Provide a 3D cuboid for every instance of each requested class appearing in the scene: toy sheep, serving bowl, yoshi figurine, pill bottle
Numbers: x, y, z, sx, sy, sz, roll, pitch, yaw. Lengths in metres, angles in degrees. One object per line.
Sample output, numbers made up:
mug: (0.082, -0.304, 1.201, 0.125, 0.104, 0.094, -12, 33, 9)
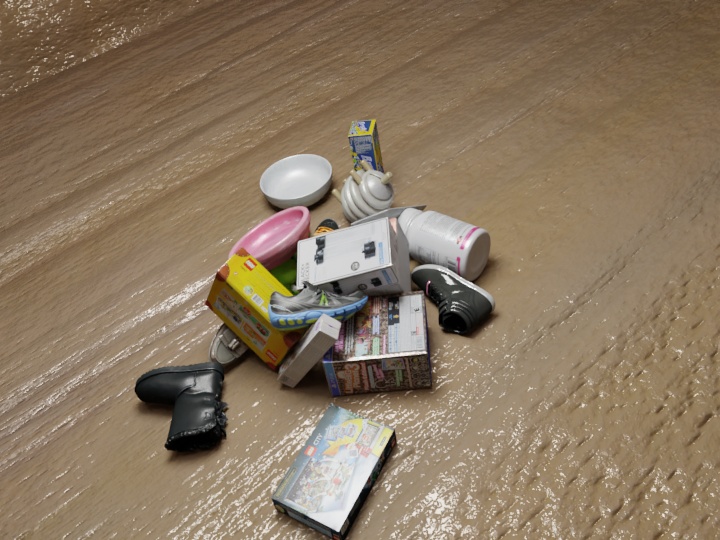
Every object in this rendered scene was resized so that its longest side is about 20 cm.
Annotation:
toy sheep: (0.015, -0.180, 1.576, 0.134, 0.199, 0.142, 12, 64, -25)
serving bowl: (-0.164, -0.223, 1.739, 0.193, 0.067, 0.203, -8, 41, 6)
yoshi figurine: (-0.190, 0.002, 1.420, 0.196, 0.116, 0.110, 10, 9, 40)
pill bottle: (0.175, -0.062, 1.438, 0.197, 0.116, 0.113, 24, 52, 34)

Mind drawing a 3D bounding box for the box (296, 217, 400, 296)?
box: (-0.025, -0.017, 1.277, 0.194, 0.060, 0.120, -13, 55, 17)

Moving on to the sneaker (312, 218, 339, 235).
sneaker: (-0.088, -0.058, 1.521, 0.076, 0.079, 0.203, 6, 45, 8)

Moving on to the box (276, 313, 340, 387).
box: (-0.098, 0.152, 1.218, 0.041, 0.201, 0.039, 25, 46, -14)

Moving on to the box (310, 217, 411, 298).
box: (0.000, 0.000, 1.363, 0.194, 0.107, 0.157, -11, 59, 17)

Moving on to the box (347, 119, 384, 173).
box: (0.019, -0.265, 1.635, 0.062, 0.204, 0.071, 0, 41, 13)

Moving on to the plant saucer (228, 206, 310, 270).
plant saucer: (-0.183, -0.058, 1.383, 0.196, 0.052, 0.202, -27, 24, 13)

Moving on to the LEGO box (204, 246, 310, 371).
LEGO box: (-0.197, 0.078, 1.280, 0.199, 0.149, 0.077, 43, 55, 2)

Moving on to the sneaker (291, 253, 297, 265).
sneaker: (-0.170, -0.060, 1.566, 0.082, 0.078, 0.203, -19, 35, 19)

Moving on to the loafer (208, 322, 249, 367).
loafer: (-0.236, 0.116, 1.363, 0.062, 0.073, 0.201, -22, 22, 48)

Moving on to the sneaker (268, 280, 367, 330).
sneaker: (-0.075, 0.055, 1.212, 0.193, 0.071, 0.085, -6, 69, -21)

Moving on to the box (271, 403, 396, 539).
box: (-0.041, 0.333, 1.109, 0.133, 0.038, 0.201, 14, 48, 27)

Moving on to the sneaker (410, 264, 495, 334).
sneaker: (0.166, 0.057, 1.338, 0.197, 0.072, 0.099, 26, 48, 30)

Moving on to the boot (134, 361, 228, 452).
boot: (-0.341, 0.263, 1.242, 0.192, 0.075, 0.165, -11, 44, 1)

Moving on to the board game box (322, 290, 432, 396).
board game box: (0.034, 0.139, 1.261, 0.193, 0.099, 0.162, -6, 41, 8)

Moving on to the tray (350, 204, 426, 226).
tray: (0.070, -0.120, 1.511, 0.105, 0.023, 0.198, -18, -2, 33)
